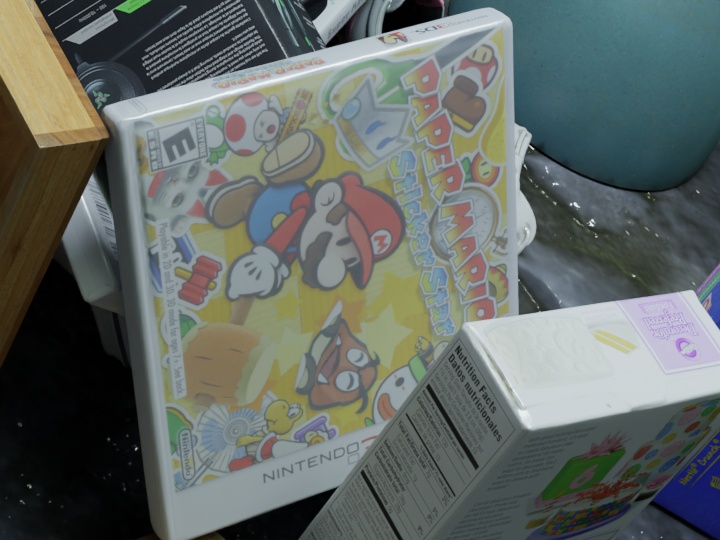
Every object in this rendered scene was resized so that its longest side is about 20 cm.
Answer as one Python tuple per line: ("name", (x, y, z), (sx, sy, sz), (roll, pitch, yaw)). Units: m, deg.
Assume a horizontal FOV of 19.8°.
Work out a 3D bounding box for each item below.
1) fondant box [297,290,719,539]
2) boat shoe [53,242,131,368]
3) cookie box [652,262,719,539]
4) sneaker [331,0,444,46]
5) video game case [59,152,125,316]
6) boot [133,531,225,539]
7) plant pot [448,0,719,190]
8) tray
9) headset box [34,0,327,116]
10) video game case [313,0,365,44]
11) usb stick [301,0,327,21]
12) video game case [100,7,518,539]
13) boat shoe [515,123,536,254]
("fondant box", (0.064, 0.098, 0.922), (0.143, 0.200, 0.059), (-7, 56, -40))
("boat shoe", (-0.150, -0.039, 1.007), (0.065, 0.072, 0.202), (-20, 79, -5))
("cookie box", (0.255, 0.081, 1.098), (0.199, 0.172, 0.075), (31, 37, -7))
("sneaker", (0.021, -0.154, 1.223), (0.070, 0.082, 0.201), (12, 45, -29))
("video game case", (-0.109, -0.039, 0.950), (0.144, 0.018, 0.200), (67, 10, 13))
("boot", (-0.109, 0.188, 0.819), (0.199, 0.066, 0.176), (-7, 56, -41))
("plant pot", (0.173, -0.171, 1.308), (0.199, 0.135, 0.201), (19, 43, -19))
("tray", (-0.170, -0.025, 0.872), (0.037, 0.200, 0.099), (-12, 59, -36))
("headset box", (-0.085, -0.122, 0.945), (0.201, 0.092, 0.174), (60, 8, 1))
("video game case", (-0.069, -0.171, 1.169), (0.142, 0.018, 0.200), (24, 47, 16))
("usb stick", (-0.105, -0.187, 1.124), (0.199, 0.033, 0.055), (34, 46, 22))
("video game case", (-0.013, 0.004, 0.876), (0.181, 0.202, 0.023), (-17, 30, -23))
("boat shoe", (0.066, -0.029, 1.144), (0.065, 0.074, 0.201), (22, 43, -9))
